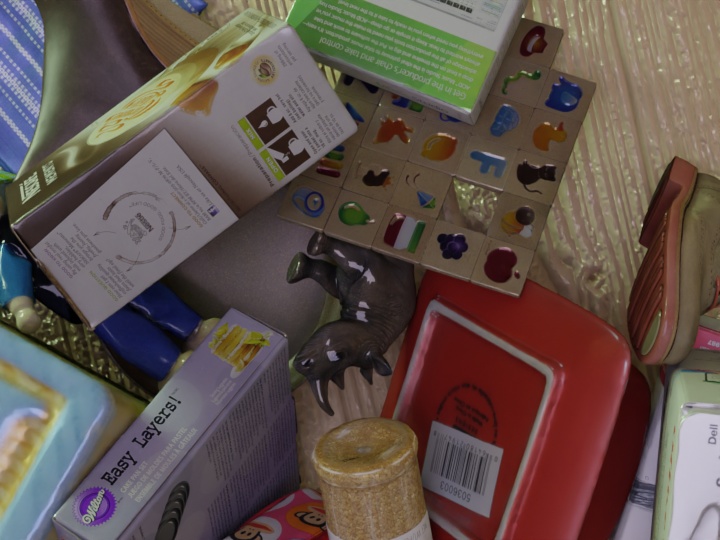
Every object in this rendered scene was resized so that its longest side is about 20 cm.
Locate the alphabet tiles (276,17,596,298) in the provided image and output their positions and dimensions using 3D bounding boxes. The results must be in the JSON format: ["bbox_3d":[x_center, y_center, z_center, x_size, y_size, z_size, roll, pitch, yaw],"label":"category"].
[{"bbox_3d":[0.058,-0.094,0.906,0.166,0.008,0.201,18,66,12],"label":"alphabet tiles"}]

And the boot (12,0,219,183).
[{"bbox_3d":[-0.199,-0.129,0.936,0.199,0.072,0.167,29,77,-4],"label":"boot"}]

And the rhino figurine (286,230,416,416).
[{"bbox_3d":[0.000,0.000,0.921,0.087,0.060,0.202,18,70,-19],"label":"rhino figurine"}]

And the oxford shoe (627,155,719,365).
[{"bbox_3d":[0.213,-0.004,0.850,0.074,0.201,0.071,22,129,3],"label":"oxford shoe"}]

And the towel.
[{"bbox_3d":[-0.227,-0.177,1.001,0.200,0.024,0.145,-42,88,12],"label":"towel"}]

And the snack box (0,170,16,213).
[{"bbox_3d":[-0.365,-0.014,1.016,0.198,0.068,0.170,18,103,12],"label":"snack box"}]

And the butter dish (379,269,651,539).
[{"bbox_3d":[0.118,0.108,0.909,0.199,0.147,0.201,29,105,49],"label":"butter dish"}]

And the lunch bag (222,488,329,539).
[{"bbox_3d":[-0.047,0.257,0.939,0.081,0.176,0.202,17,116,31],"label":"lunch bag"}]

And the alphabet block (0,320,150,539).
[{"bbox_3d":[-0.241,0.141,0.905,0.195,0.200,0.196,28,81,20],"label":"alphabet block"}]

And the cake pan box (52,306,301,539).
[{"bbox_3d":[-0.109,0.152,0.894,0.052,0.201,0.184,27,58,21],"label":"cake pan box"}]

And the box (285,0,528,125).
[{"bbox_3d":[0.050,-0.214,0.910,0.143,0.036,0.202,23,85,13],"label":"box"}]

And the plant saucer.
[{"bbox_3d":[-0.103,0.003,0.991,0.198,0.032,0.203,1,97,11],"label":"plant saucer"}]

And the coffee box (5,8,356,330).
[{"bbox_3d":[-0.114,-0.068,0.846,0.199,0.114,0.080,-37,111,-4],"label":"coffee box"}]

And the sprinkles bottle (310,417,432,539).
[{"bbox_3d":[0.017,0.195,0.874,0.067,0.068,0.202,-5,114,11],"label":"sprinkles bottle"}]

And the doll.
[{"bbox_3d":[-0.195,0.006,0.935,0.199,0.137,0.049,36,128,-3],"label":"doll"}]

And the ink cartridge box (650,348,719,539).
[{"bbox_3d":[0.210,0.131,0.771,0.083,0.200,0.147,5,96,11],"label":"ink cartridge box"}]

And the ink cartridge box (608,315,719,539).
[{"bbox_3d":[0.252,0.145,0.910,0.143,0.084,0.202,17,98,9],"label":"ink cartridge box"}]
